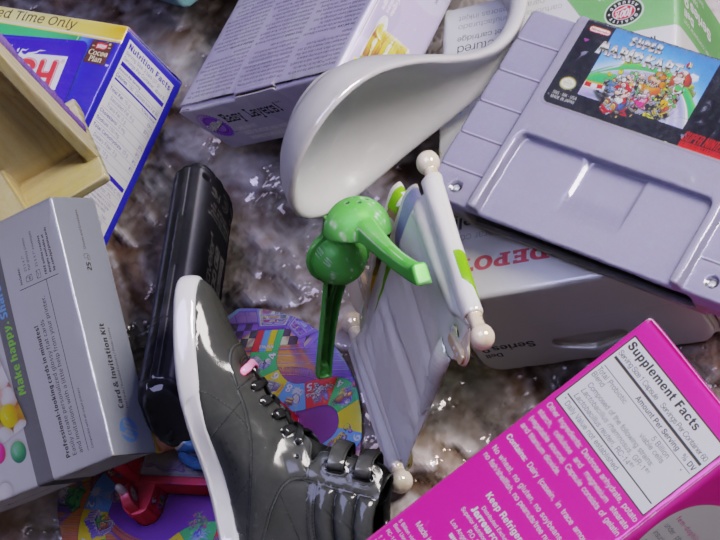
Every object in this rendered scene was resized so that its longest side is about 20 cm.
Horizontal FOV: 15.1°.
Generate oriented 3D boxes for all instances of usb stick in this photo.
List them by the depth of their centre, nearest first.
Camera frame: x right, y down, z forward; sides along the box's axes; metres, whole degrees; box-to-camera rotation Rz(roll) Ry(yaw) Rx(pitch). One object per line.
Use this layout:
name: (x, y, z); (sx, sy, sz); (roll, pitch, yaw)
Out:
usb stick: (-0.101, 0.017, 1.573); (0.033, 0.055, 0.200); (-13, 40, 16)

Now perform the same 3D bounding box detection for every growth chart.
growth chart: (0.025, 0.026, 1.464); (0.018, 0.200, 0.145); (-4, 59, -17)

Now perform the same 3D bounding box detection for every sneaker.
sneaker: (-0.038, 0.091, 1.477); (0.099, 0.071, 0.200); (-15, 91, 11)

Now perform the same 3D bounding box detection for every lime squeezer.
lime squeezer: (0.000, 0.000, 1.467); (0.038, 0.200, 0.071); (-27, 83, -23)

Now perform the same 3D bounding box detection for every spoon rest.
spoon rest: (0.028, -0.103, 1.470); (0.061, 0.099, 0.200); (33, 62, 21)

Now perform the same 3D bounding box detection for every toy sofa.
toy sofa: (-0.230, -0.107, 1.565); (0.083, 0.200, 0.098); (-30, 61, 5)

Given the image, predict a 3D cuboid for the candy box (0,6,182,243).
candy box: (-0.232, -0.065, 1.712); (0.169, 0.077, 0.200); (11, 67, 32)

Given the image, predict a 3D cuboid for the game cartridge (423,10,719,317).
game cartridge: (0.144, -0.060, 1.419); (0.200, 0.038, 0.130); (22, 77, 34)

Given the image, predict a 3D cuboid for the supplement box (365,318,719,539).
supplement box: (0.113, 0.137, 1.379); (0.200, 0.101, 0.103); (-37, 50, 4)

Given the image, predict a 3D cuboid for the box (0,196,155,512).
box: (-0.220, 0.062, 1.584); (0.200, 0.041, 0.156); (-23, 76, 36)

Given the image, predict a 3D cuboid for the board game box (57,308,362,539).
board game box: (-0.096, 0.104, 1.555); (0.200, 0.039, 0.158); (-39, 50, 4)

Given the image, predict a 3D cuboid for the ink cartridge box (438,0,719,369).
ink cartridge box: (0.123, -0.057, 1.502); (0.145, 0.088, 0.200); (-10, 59, 24)

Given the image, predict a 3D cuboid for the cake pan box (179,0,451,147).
cake pan box: (-0.011, -0.168, 1.618); (0.200, 0.052, 0.184); (-9, 49, 57)

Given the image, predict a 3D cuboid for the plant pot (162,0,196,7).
plant pot: (-0.135, -0.265, 1.718); (0.141, 0.141, 0.200); (-38, 41, 4)
